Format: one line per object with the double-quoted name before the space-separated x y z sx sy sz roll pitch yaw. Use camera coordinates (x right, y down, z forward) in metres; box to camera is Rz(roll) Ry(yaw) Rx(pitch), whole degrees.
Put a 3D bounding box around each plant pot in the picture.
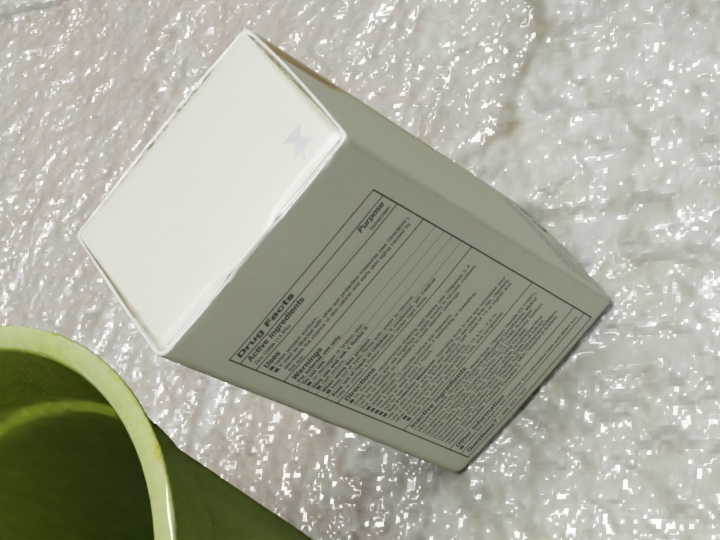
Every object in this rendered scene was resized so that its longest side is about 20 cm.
"plant pot" -0.094 0.143 0.730 0.199 0.190 0.201 -12 67 31

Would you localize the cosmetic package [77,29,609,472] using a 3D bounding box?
"cosmetic package" 0.000 0.000 0.712 0.105 0.200 0.071 -48 53 9
